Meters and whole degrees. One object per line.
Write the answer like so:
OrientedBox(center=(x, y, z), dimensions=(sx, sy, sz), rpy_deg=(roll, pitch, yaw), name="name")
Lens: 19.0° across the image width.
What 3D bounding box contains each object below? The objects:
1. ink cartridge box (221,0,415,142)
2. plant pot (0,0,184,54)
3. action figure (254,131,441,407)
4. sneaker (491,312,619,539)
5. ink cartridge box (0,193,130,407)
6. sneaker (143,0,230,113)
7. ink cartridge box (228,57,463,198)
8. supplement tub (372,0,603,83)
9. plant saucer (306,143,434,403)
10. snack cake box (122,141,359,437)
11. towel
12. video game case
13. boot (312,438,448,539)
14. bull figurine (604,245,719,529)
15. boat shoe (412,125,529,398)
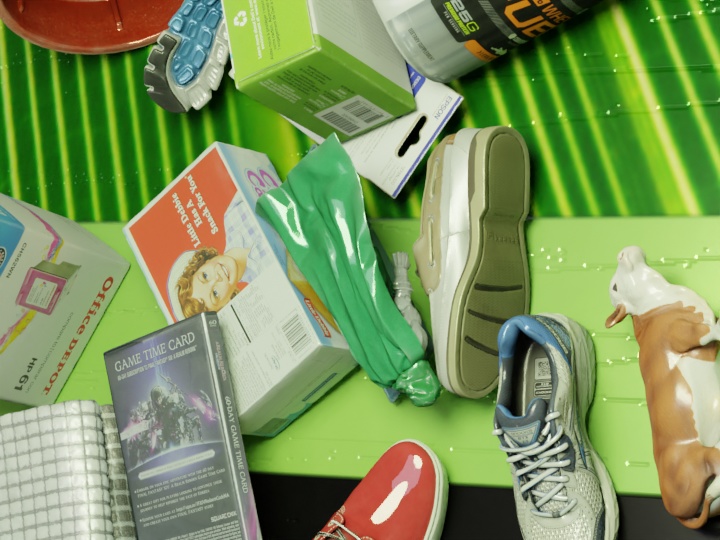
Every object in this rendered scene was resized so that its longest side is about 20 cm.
OrientedBox(center=(-0.041, -0.215, 1.615), dimensions=(0.076, 0.148, 0.201), rpy_deg=(-23, 65, 24), name="ink cartridge box")
OrientedBox(center=(-0.220, -0.316, 1.766), dimensions=(0.200, 0.201, 0.196), rpy_deg=(-30, 56, 20), name="plant pot")
OrientedBox(center=(0.003, 0.012, 1.568), dimensions=(0.118, 0.055, 0.200), rpy_deg=(-43, 69, 50), name="action figure")
OrientedBox(center=(0.125, 0.123, 1.508), dimensions=(0.077, 0.085, 0.201), rpy_deg=(-17, 71, 26), name="sneaker")
OrientedBox(center=(-0.293, 0.019, 1.709), dimensions=(0.085, 0.200, 0.145), rpy_deg=(32, 95, 28), name="ink cartridge box")
OrientedBox(center=(-0.106, -0.223, 1.726), dimensions=(0.075, 0.087, 0.200), rpy_deg=(35, 107, -9), name="sneaker")
OrientedBox(center=(-0.008, -0.141, 1.681), dimensions=(0.200, 0.037, 0.095), rpy_deg=(39, 97, 34), name="ink cartridge box")
OrientedBox(center=(0.113, -0.232, 1.582), dimensions=(0.200, 0.122, 0.123), rpy_deg=(-27, 66, 22), name="supplement tub")
OrientedBox(center=(0.000, 0.000, 1.634), dimensions=(0.200, 0.019, 0.070), rpy_deg=(61, 143, 25), name="plant saucer")
OrientedBox(center=(-0.090, 0.015, 1.662), dimensions=(0.115, 0.067, 0.200), rpy_deg=(-41, 61, 25), name="snack cake box")
OrientedBox(center=(-0.272, 0.204, 1.719), dimensions=(0.199, 0.086, 0.166), rpy_deg=(-16, 72, 24), name="towel")
OrientedBox(center=(-0.135, 0.144, 1.640), dimensions=(0.143, 0.019, 0.201), rpy_deg=(-21, 76, 49), name="video game case")
OrientedBox(center=(-0.021, 0.205, 1.537), dimensions=(0.072, 0.144, 0.200), rpy_deg=(30, 92, 34), name="boot")
OrientedBox(center=(0.229, 0.072, 1.464), dimensions=(0.121, 0.065, 0.201), rpy_deg=(-29, 68, 57), name="bull figurine")
OrientedBox(center=(0.079, -0.005, 1.581), dimensions=(0.068, 0.075, 0.201), rpy_deg=(-2, 76, 46), name="boat shoe")
